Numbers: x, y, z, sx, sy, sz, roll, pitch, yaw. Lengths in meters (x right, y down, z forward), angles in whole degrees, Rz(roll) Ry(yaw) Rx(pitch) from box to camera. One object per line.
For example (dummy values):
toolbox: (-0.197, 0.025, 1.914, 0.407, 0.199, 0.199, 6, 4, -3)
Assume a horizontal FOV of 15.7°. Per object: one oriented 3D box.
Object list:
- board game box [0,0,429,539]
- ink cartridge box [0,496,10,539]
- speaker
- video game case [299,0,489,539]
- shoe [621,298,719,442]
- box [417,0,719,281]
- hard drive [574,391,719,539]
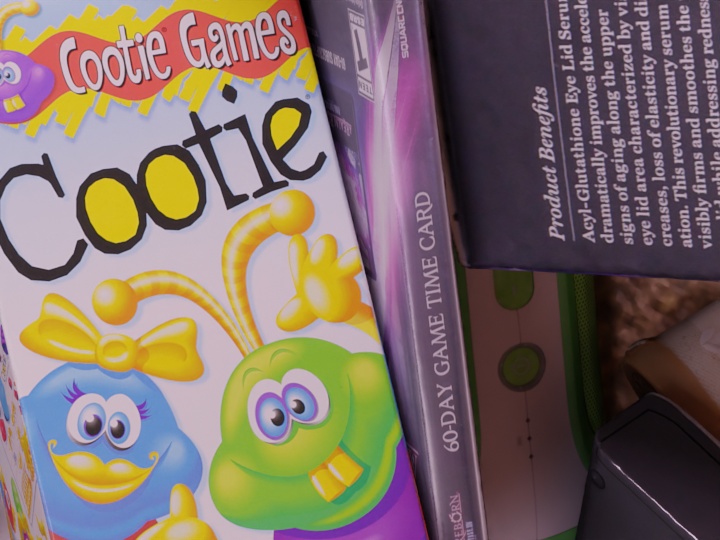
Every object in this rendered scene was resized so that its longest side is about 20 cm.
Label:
board game box: (-0.055, 0.024, 0.741, 0.105, 0.103, 0.200, 143, 114, -74)
ink cartridge box: (-0.109, 0.177, 0.860, 0.200, 0.083, 0.145, 99, 148, -50)
speaker: (0.033, -0.005, 0.828, 0.088, 0.088, 0.200, 6, 112, 31)
video game case: (0.000, 0.000, 0.758, 0.143, 0.019, 0.200, -143, 45, -69)
shoe: (0.156, 0.095, 0.798, 0.200, 0.053, 0.070, 57, 171, 2)
box: (0.137, -0.066, 0.697, 0.200, 0.148, 0.104, 3, 111, 33)
hard drive: (0.116, 0.147, 0.807, 0.140, 0.033, 0.200, 43, 150, 28)
